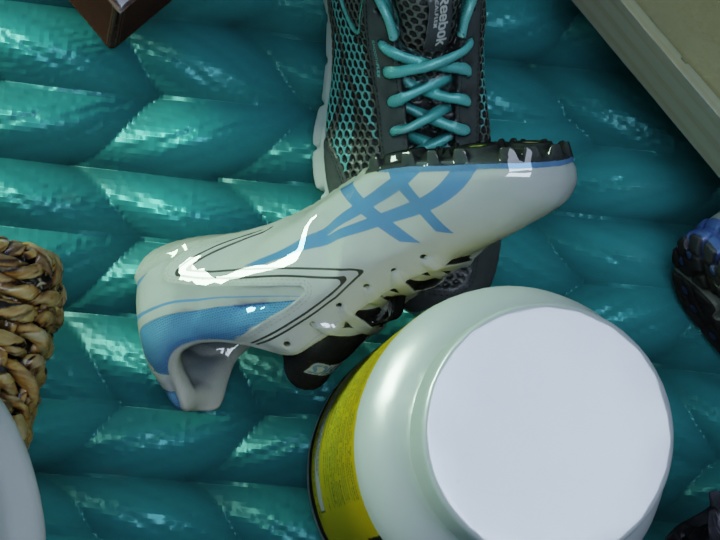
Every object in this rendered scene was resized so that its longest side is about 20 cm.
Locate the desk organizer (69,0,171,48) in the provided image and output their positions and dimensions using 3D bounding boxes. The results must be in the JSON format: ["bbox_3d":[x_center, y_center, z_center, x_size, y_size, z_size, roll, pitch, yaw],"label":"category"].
[{"bbox_3d":[-0.045,-0.182,0.948,0.200,0.077,0.072,-41,89,-12],"label":"desk organizer"}]

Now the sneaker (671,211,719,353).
[{"bbox_3d":[0.219,0.044,0.957,0.085,0.077,0.201,-37,89,-16],"label":"sneaker"}]

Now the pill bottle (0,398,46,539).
[{"bbox_3d":[-0.214,0.095,0.777,0.198,0.114,0.115,-9,81,21],"label":"pill bottle"}]

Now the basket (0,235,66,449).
[{"bbox_3d":[-0.216,0.045,0.853,0.198,0.143,0.150,16,78,-6],"label":"basket"}]

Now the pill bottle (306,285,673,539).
[{"bbox_3d":[0.046,0.068,0.861,0.111,0.200,0.114,1,81,-8],"label":"pill bottle"}]

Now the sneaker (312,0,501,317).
[{"bbox_3d":[0.018,-0.082,0.935,0.077,0.091,0.202,-9,83,-9],"label":"sneaker"}]

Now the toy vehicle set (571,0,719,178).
[{"bbox_3d":[0.185,-0.080,0.960,0.124,0.027,0.200,-32,75,-26],"label":"toy vehicle set"}]

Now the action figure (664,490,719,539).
[{"bbox_3d":[0.154,0.126,0.868,0.101,0.200,0.120,-19,84,-14],"label":"action figure"}]

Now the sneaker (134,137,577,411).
[{"bbox_3d":[0.000,0.000,0.891,0.199,0.072,0.073,-22,82,32],"label":"sneaker"}]
